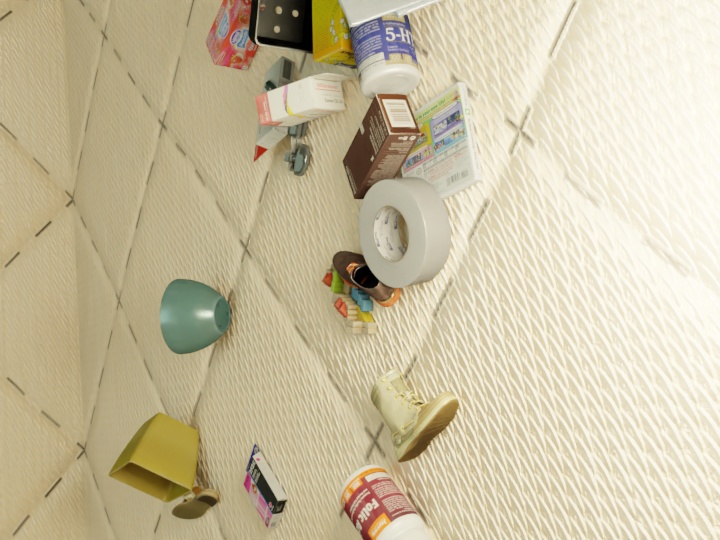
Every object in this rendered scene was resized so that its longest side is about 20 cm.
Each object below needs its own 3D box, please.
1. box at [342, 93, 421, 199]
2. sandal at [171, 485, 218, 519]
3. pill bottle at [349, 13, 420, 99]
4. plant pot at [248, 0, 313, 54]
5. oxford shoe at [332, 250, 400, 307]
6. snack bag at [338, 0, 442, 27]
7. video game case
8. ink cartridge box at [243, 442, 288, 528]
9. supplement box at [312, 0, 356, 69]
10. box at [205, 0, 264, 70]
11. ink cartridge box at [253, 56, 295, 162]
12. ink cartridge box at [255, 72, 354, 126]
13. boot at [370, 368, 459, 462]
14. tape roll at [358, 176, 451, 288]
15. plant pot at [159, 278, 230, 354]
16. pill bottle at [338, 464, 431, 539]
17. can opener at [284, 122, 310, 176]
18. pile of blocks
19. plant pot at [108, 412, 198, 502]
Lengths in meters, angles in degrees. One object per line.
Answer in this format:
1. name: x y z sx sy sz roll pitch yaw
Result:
1. box: 0.037 -0.238 1.597 0.201 0.074 0.101 120 139 -51
2. sandal: -0.459 0.644 2.341 0.211 0.077 0.070 -37 29 40
3. pill bottle: 0.041 -0.444 1.580 0.119 0.118 0.204 -28 68 50
4. plant pot: -0.156 -0.580 1.810 0.177 0.197 0.204 -157 72 -63
5. oxford shoe: 0.000 0.000 1.659 0.199 0.072 0.072 31 84 45
6. snack bag: 0.038 -0.543 1.546 0.022 0.197 0.191 80 167 -62
7. video game case: 0.140 -0.221 1.524 0.199 0.022 0.186 -25 70 53
8. ink cartridge box: -0.246 0.535 2.052 0.200 0.037 0.096 49 128 45
9. supplement box: -0.027 -0.532 1.687 0.109 0.107 0.204 -4 87 54
10. box: -0.306 -0.619 2.088 0.201 0.098 0.097 -52 50 40
11. ink cartridge box: -0.223 -0.385 1.976 0.173 0.043 0.204 -26 54 51
12. ink cartridge box: -0.114 -0.366 1.771 0.197 0.116 0.069 -10 92 36
13. boot: 0.095 0.245 1.540 0.157 0.072 0.201 62 141 30
14. tape roll: 0.080 -0.072 1.546 0.199 0.065 0.204 18 113 49
15. plant pot: -0.427 0.121 2.204 0.132 0.200 0.204 -3 86 19
16. pill bottle: 0.050 0.479 1.566 0.200 0.113 0.116 46 125 44
17. can opener: -0.135 -0.322 1.898 0.065 0.053 0.204 13 104 18
18. pile of blocks: -0.029 0.052 1.724 0.201 0.061 0.083 57 132 37
19. plant pot: -0.575 0.530 2.368 0.199 0.198 0.178 -35 30 48
